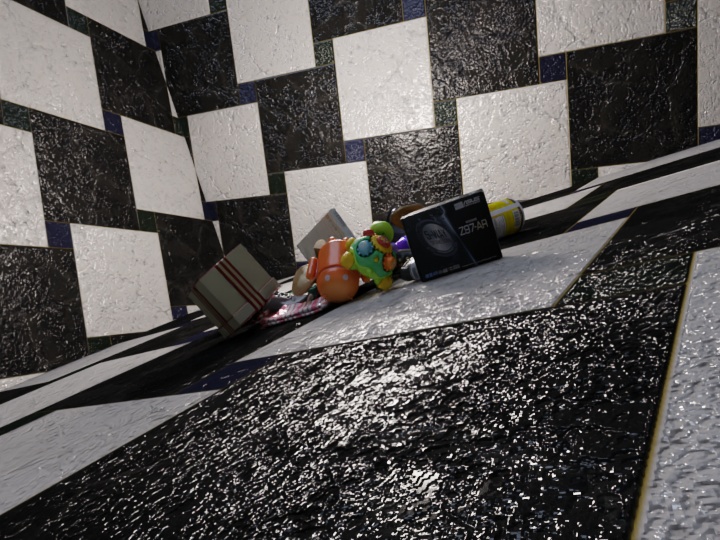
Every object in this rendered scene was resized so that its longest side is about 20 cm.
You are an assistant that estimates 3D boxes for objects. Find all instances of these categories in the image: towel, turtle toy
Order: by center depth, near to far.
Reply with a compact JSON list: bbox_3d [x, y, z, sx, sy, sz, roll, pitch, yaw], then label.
[{"bbox_3d":[0.038,-0.052,1.348,0.102,0.144,0.201,-54,12,32],"label":"turtle toy"},{"bbox_3d":[-0.159,0.103,1.439,0.197,0.030,0.146,-17,6,21],"label":"towel"}]

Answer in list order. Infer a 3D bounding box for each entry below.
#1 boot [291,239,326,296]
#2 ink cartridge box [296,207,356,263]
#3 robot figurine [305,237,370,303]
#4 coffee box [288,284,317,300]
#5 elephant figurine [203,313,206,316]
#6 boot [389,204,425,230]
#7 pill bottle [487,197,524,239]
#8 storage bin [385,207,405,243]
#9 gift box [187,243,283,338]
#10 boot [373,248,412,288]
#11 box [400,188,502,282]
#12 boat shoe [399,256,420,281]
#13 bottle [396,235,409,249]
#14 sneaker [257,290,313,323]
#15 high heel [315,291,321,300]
[{"bbox_3d":[-0.129,0.023,1.576,0.070,0.145,0.203,13,60,21],"label":"boot"},{"bbox_3d":[-0.089,-0.060,1.685,0.200,0.199,0.043,-40,-6,39],"label":"ink cartridge box"},{"bbox_3d":[-0.057,0.001,1.396,0.116,0.143,0.202,-37,35,32],"label":"robot figurine"},{"bbox_3d":[-0.177,0.079,1.721,0.121,0.045,0.200,-19,4,4],"label":"coffee box"},{"bbox_3d":[-0.421,0.131,1.758,0.143,0.154,0.200,-66,11,-19],"label":"elephant figurine"},{"bbox_3d":[0.170,-0.080,1.305,0.199,0.146,0.071,5,-38,-43],"label":"boot"},{"bbox_3d":[0.389,-0.141,1.590,0.198,0.111,0.109,-20,5,-26],"label":"pill bottle"},{"bbox_3d":[0.186,-0.110,1.721,0.133,0.148,0.199,-1,-25,44],"label":"storage bin"},{"bbox_3d":[-0.326,0.056,1.445,0.200,0.187,0.184,-45,7,-28],"label":"gift box"},{"bbox_3d":[0.112,-0.016,1.472,0.151,0.075,0.204,-7,18,12],"label":"boot"},{"bbox_3d":[0.210,-0.079,1.226,0.197,0.163,0.044,-17,12,13],"label":"box"},{"bbox_3d":[0.164,-0.023,1.374,0.056,0.070,0.199,-16,7,35],"label":"boat shoe"},{"bbox_3d":[0.153,-0.066,1.602,0.197,0.085,0.065,-21,11,4],"label":"bottle"},{"bbox_3d":[-0.240,0.091,1.575,0.197,0.083,0.077,-19,4,2],"label":"sneaker"},{"bbox_3d":[-0.059,0.016,1.511,0.201,0.067,0.096,-56,-3,37],"label":"high heel"}]
